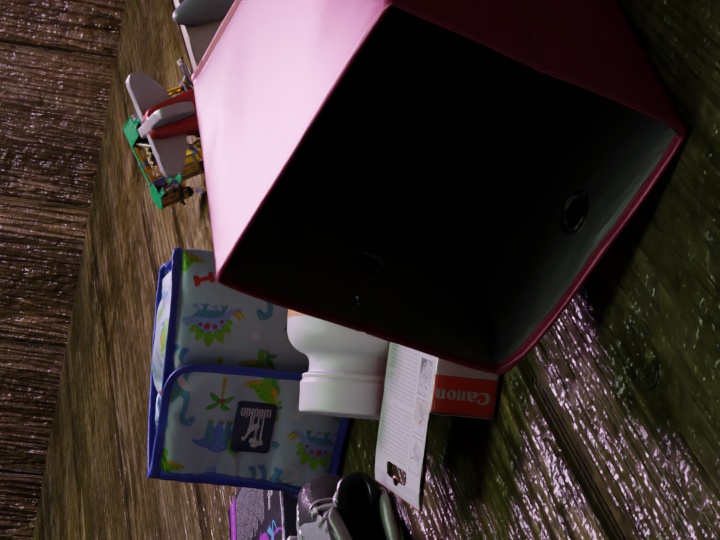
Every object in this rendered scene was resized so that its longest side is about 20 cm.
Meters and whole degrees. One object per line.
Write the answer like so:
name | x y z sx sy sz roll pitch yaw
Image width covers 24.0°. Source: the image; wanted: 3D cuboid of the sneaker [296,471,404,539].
sneaker | -0.002 0.180 1.237 0.200 0.075 0.116 -127 23 -55

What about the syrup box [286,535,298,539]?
syrup box | -0.023 0.309 1.293 0.082 0.078 0.201 115 156 -49

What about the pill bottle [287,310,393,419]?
pill bottle | 0.003 0.009 1.271 0.111 0.110 0.201 163 113 -73

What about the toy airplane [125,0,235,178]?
toy airplane | -0.106 -0.161 1.516 0.141 0.200 0.200 -21 44 47

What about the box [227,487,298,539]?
box | -0.088 0.250 1.630 0.200 0.036 0.144 115 155 -51

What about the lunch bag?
lunch bag | -0.098 0.090 1.485 0.127 0.169 0.201 144 132 -73

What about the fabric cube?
fabric cube | 0.035 -0.094 0.983 0.197 0.199 0.200 -56 28 29

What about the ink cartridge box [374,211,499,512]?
ink cartridge box | 0.058 0.059 1.170 0.109 0.050 0.201 -161 78 -73

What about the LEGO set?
LEGO set | -0.224 -0.175 2.224 0.154 0.115 0.200 61 158 12
